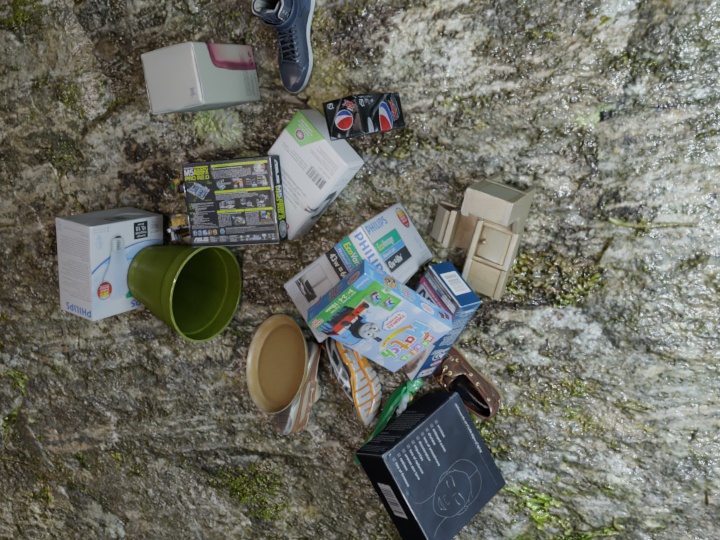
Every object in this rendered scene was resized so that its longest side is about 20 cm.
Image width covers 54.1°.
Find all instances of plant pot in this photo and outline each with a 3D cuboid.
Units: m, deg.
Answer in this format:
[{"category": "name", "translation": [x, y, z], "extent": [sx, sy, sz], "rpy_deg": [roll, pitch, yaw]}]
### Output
[{"category": "plant pot", "translation": [-0.170, 0.195, 1.473], "extent": [0.197, 0.027, 0.206], "rpy_deg": [-15, 69, 43]}, {"category": "plant pot", "translation": [-0.388, 0.027, 1.503], "extent": [0.189, 0.198, 0.206], "rpy_deg": [15, 109, 33]}]

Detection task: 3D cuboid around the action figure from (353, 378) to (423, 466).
[{"category": "action figure", "translation": [0.062, 0.291, 1.396], "extent": [0.054, 0.118, 0.203], "rpy_deg": [31, 105, -1]}]

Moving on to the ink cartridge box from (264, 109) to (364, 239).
[{"category": "ink cartridge box", "translation": [-0.112, -0.185, 1.365], "extent": [0.146, 0.084, 0.200], "rpy_deg": [47, 117, 9]}]

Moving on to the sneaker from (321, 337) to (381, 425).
[{"category": "sneaker", "translation": [-0.018, 0.214, 1.429], "extent": [0.076, 0.077, 0.205], "rpy_deg": [-16, 92, 40]}]

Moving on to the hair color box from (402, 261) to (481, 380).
[{"category": "hair color box", "translation": [0.125, 0.093, 1.268], "extent": [0.101, 0.059, 0.202], "rpy_deg": [53, 134, 30]}]

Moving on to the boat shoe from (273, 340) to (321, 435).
[{"category": "boat shoe", "translation": [-0.121, 0.247, 1.484], "extent": [0.075, 0.071, 0.205], "rpy_deg": [26, 98, 52]}]

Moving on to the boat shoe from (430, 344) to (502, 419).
[{"category": "boat shoe", "translation": [0.180, 0.199, 1.327], "extent": [0.198, 0.070, 0.071], "rpy_deg": [36, 119, 15]}]

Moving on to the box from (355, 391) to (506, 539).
[{"category": "box", "translation": [0.129, 0.364, 1.293], "extent": [0.203, 0.194, 0.123], "rpy_deg": [61, 153, -5]}]

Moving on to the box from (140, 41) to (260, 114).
[{"category": "box", "translation": [-0.299, -0.366, 1.346], "extent": [0.125, 0.199, 0.112], "rpy_deg": [-4, 102, 25]}]

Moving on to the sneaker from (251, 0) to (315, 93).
[{"category": "sneaker", "translation": [-0.144, -0.429, 1.289], "extent": [0.075, 0.146, 0.208], "rpy_deg": [11, 108, 20]}]

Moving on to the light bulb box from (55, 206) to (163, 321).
[{"category": "light bulb box", "translation": [-0.542, -0.020, 1.540], "extent": [0.122, 0.196, 0.206], "rpy_deg": [13, 109, 32]}]

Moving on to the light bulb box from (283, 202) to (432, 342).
[{"category": "light bulb box", "translation": [0.000, 0.000, 1.284], "extent": [0.198, 0.198, 0.126], "rpy_deg": [-35, 91, 29]}]

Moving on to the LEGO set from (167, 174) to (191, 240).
[{"category": "LEGO set", "translation": [-0.323, -0.136, 1.458], "extent": [0.195, 0.115, 0.159], "rpy_deg": [4, 104, 24]}]

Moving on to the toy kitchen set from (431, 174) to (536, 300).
[{"category": "toy kitchen set", "translation": [0.179, -0.058, 1.204], "extent": [0.160, 0.180, 0.205], "rpy_deg": [21, 111, 20]}]

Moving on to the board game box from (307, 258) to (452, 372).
[{"category": "board game box", "translation": [0.033, 0.081, 1.168], "extent": [0.198, 0.037, 0.151], "rpy_deg": [31, 126, -28]}]

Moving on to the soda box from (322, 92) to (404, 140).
[{"category": "soda box", "translation": [0.011, -0.268, 1.221], "extent": [0.069, 0.199, 0.065], "rpy_deg": [-7, 101, 26]}]

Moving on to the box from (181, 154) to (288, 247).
[{"category": "box", "translation": [-0.242, -0.132, 1.356], "extent": [0.194, 0.044, 0.165], "rpy_deg": [-2, 100, 19]}]
